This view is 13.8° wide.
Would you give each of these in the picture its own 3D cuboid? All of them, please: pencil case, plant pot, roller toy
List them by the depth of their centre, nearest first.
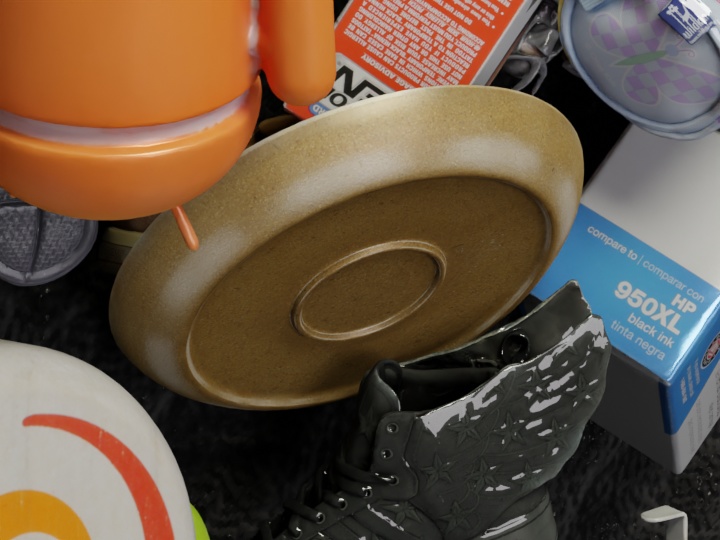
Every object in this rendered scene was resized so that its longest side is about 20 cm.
[{"bbox_3d":[-0.167,0.112,1.110,0.183,0.139,0.200,-53,126,-25],"label":"roller toy"},{"bbox_3d":[0.000,0.000,1.163,0.199,0.028,0.200,-18,151,-11],"label":"plant pot"},{"bbox_3d":[0.162,-0.140,1.213,0.091,0.083,0.200,43,55,3],"label":"pencil case"}]

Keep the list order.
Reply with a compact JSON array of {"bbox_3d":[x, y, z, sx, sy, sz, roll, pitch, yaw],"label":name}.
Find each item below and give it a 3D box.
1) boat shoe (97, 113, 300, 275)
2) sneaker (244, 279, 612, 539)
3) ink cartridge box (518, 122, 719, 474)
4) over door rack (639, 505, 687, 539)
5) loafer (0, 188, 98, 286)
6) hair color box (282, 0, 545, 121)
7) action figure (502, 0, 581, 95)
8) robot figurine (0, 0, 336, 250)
[{"bbox_3d":[-0.018,-0.031,1.222,0.199,0.072,0.068,-1,98,-40],"label":"boat shoe"},{"bbox_3d":[0.009,0.080,1.202,0.199,0.060,0.105,-15,117,-5],"label":"sneaker"},{"bbox_3d":[0.160,-0.029,1.312,0.200,0.084,0.145,-54,162,-11],"label":"ink cartridge box"},{"bbox_3d":[0.026,0.149,1.260,0.199,0.147,0.067,-26,116,-28],"label":"over door rack"},{"bbox_3d":[-0.159,-0.089,1.116,0.072,0.063,0.201,-25,114,-9],"label":"loafer"},{"bbox_3d":[0.054,-0.136,1.184,0.064,0.111,0.200,35,102,2],"label":"hair color box"},{"bbox_3d":[0.114,-0.162,1.288,0.130,0.069,0.201,36,84,-45],"label":"action figure"},{"bbox_3d":[-0.090,-0.104,1.030,0.143,0.117,0.201,-7,122,-18],"label":"robot figurine"}]
